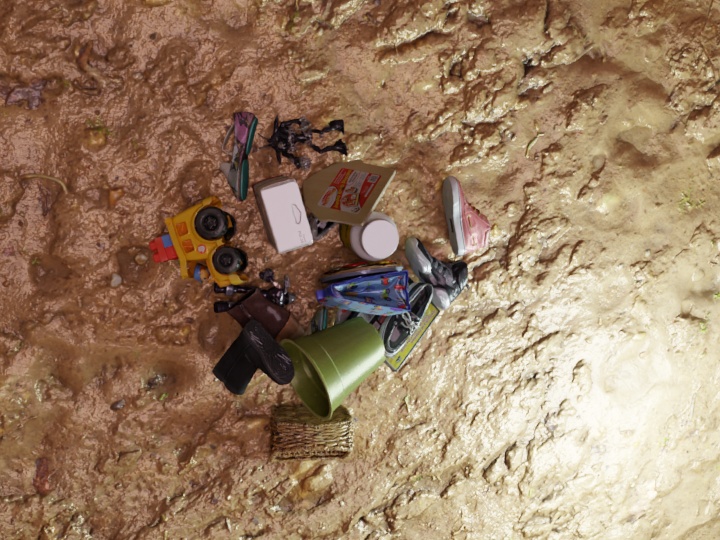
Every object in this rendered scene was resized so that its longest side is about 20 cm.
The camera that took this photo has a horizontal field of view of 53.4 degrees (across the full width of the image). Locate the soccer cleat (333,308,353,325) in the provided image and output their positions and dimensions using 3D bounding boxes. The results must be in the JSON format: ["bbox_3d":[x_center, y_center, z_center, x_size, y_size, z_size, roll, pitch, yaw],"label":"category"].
[{"bbox_3d":[-0.043,0.145,1.741,0.069,0.077,0.202,17,76,-26],"label":"soccer cleat"}]

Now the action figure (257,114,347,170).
[{"bbox_3d":[-0.130,-0.296,1.627,0.198,0.102,0.120,-9,113,-13],"label":"action figure"}]

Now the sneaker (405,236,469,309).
[{"bbox_3d":[0.194,-0.012,1.770,0.113,0.075,0.201,-33,101,-16],"label":"sneaker"}]

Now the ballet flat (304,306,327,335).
[{"bbox_3d":[-0.113,0.187,1.732,0.073,0.074,0.202,-2,96,-13],"label":"ballet flat"}]

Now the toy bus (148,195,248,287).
[{"bbox_3d":[-0.360,-0.042,1.588,0.190,0.136,0.202,-21,89,-2],"label":"toy bus"}]

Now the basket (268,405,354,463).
[{"bbox_3d":[-0.117,0.416,1.726,0.198,0.143,0.151,2,98,-13],"label":"basket"}]

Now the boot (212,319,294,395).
[{"bbox_3d":[-0.244,0.229,1.614,0.065,0.200,0.165,-19,67,-48],"label":"boot"}]

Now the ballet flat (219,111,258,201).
[{"bbox_3d":[-0.280,-0.259,1.620,0.070,0.069,0.202,9,93,4],"label":"ballet flat"}]

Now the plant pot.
[{"bbox_3d":[-0.050,0.200,1.605,0.189,0.199,0.202,-28,105,-28],"label":"plant pot"}]

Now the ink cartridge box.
[{"bbox_3d":[-0.176,-0.129,1.590,0.082,0.200,0.148,-18,103,-10],"label":"ink cartridge box"}]

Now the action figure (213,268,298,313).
[{"bbox_3d":[-0.242,0.060,1.679,0.198,0.069,0.132,2,92,-18],"label":"action figure"}]

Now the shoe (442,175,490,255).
[{"bbox_3d":[0.262,-0.141,1.765,0.090,0.071,0.202,-14,108,-12],"label":"shoe"}]

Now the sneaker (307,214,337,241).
[{"bbox_3d":[-0.057,-0.151,1.679,0.075,0.081,0.201,35,89,-15],"label":"sneaker"}]

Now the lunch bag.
[{"bbox_3d":[-0.005,0.057,1.621,0.198,0.150,0.095,-2,83,-16],"label":"lunch bag"}]

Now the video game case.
[{"bbox_3d":[0.081,0.113,1.752,0.181,0.025,0.200,46,67,-16],"label":"video game case"}]

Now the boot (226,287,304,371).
[{"bbox_3d":[-0.246,0.138,1.654,0.200,0.073,0.166,-38,116,24],"label":"boot"}]

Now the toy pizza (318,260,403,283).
[{"bbox_3d":[0.000,0.000,1.660,0.198,0.200,0.032,-8,86,-12],"label":"toy pizza"}]

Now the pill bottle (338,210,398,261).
[{"bbox_3d":[0.021,-0.083,1.645,0.111,0.200,0.114,-2,99,-13],"label":"pill bottle"}]

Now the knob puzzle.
[{"bbox_3d":[-0.042,-0.176,1.630,0.218,0.220,0.031,-28,139,-7],"label":"knob puzzle"}]

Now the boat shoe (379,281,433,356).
[{"bbox_3d":[0.113,0.116,1.710,0.073,0.068,0.200,41,75,-16],"label":"boat shoe"}]
